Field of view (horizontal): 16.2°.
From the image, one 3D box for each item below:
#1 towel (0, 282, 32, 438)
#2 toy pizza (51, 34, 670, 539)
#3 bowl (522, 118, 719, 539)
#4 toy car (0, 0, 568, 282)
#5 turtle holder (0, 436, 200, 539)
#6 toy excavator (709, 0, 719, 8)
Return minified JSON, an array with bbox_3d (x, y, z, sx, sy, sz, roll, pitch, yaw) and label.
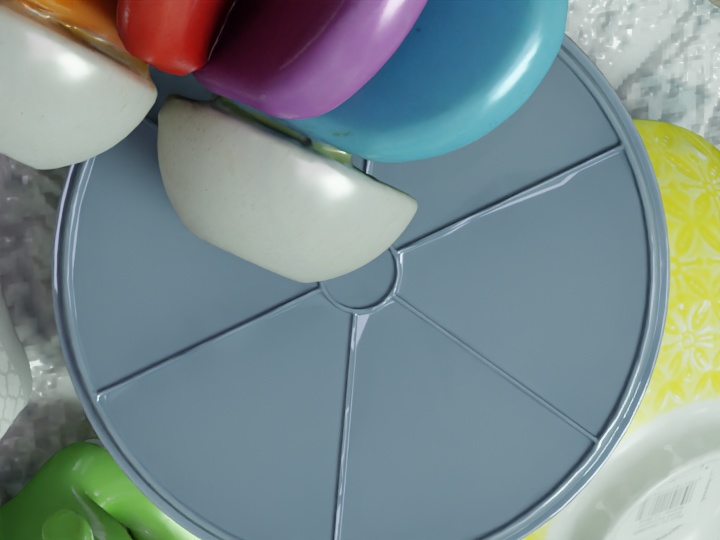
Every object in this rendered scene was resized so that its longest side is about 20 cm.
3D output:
[{"bbox_3d":[-0.156,-0.001,0.773,0.032,0.191,0.201,-7,113,12],"label":"towel"},{"bbox_3d":[0.000,0.000,0.819,0.198,0.032,0.202,0,91,2],"label":"toy pizza"},{"bbox_3d":[0.085,0.058,0.899,0.199,0.108,0.201,-23,140,-21],"label":"bowl"},{"bbox_3d":[-0.026,-0.096,0.714,0.199,0.150,0.176,24,89,-20],"label":"toy car"},{"bbox_3d":[-0.109,0.150,0.868,0.140,0.186,0.132,-30,124,18],"label":"turtle holder"},{"bbox_3d":[0.090,-0.161,0.894,0.199,0.100,0.196,-23,115,-27],"label":"toy excavator"}]
